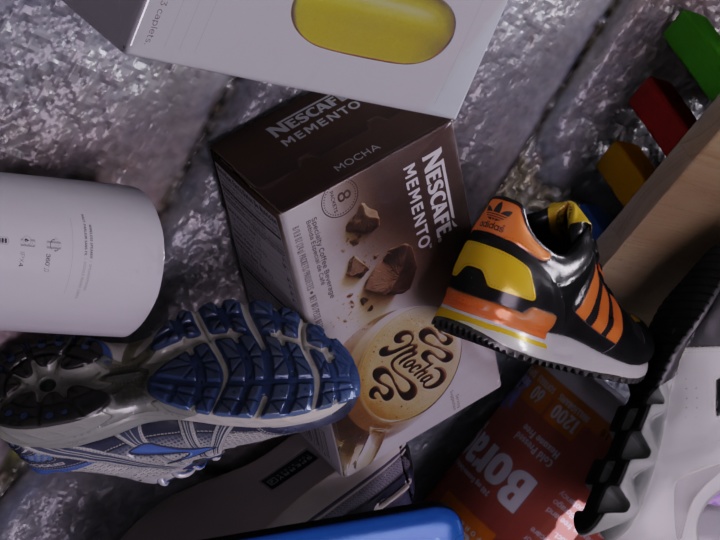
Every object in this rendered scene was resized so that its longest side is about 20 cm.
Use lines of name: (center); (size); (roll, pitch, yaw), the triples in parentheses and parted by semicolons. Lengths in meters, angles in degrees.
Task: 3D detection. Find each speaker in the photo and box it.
speaker: (-0.196, -0.011, 1.181); (0.200, 0.081, 0.081); (4, 116, -39)

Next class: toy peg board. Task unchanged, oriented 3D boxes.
toy peg board: (0.225, -0.056, 1.482); (0.200, 0.098, 0.199); (12, 127, -41)

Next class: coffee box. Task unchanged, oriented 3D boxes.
coffee box: (0.000, 0.000, 1.339); (0.113, 0.080, 0.200); (-28, 132, -19)

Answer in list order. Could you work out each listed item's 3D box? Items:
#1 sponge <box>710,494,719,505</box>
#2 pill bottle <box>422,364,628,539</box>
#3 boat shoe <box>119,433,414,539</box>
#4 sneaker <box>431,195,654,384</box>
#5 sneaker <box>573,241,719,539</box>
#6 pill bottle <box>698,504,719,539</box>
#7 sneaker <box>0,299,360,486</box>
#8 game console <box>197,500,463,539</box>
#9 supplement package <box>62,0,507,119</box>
sponge: (0.236, 0.108, 1.583); (0.111, 0.030, 0.200); (3, 137, -38)
pill bottle: (0.100, 0.157, 1.501); (0.200, 0.112, 0.112); (-52, 136, 3)
boat shoe: (-0.049, 0.161, 1.415); (0.200, 0.075, 0.093); (-29, 128, -17)
sneaker: (0.118, 0.008, 1.351); (0.200, 0.070, 0.090); (11, 98, -56)
sneaker: (0.204, 0.079, 1.420); (0.088, 0.074, 0.200); (25, 86, -11)
pill bottle: (0.204, 0.211, 1.544); (0.112, 0.112, 0.200); (-39, 173, -9)
sneaker: (-0.098, 0.072, 1.291); (0.200, 0.077, 0.085); (-3, 143, 4)
game console: (-0.049, 0.210, 1.392); (0.200, 0.118, 0.171); (-8, 108, -17)
supplement package: (-0.039, -0.182, 1.133); (0.200, 0.151, 0.152); (8, 113, -41)
